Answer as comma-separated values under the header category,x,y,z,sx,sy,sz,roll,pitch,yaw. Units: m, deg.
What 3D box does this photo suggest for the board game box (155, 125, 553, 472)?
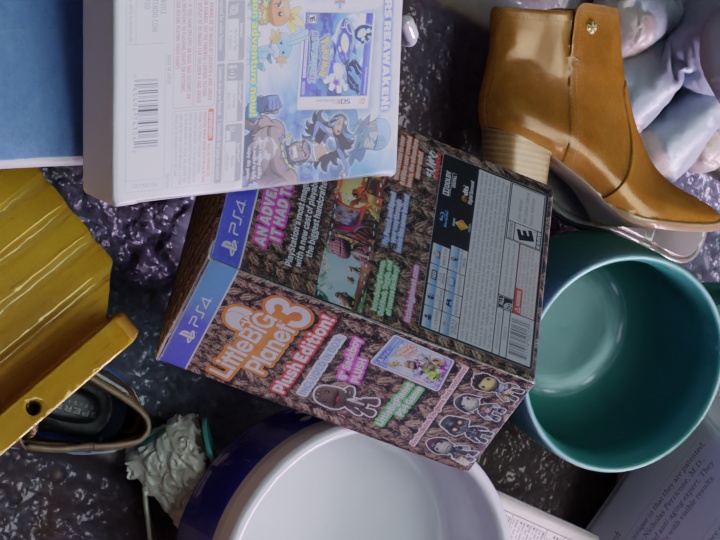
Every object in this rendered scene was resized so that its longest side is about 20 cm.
category,x,y,z,sx,sy,sz,roll,pitch,yaw
board game box,0.000,0.000,1.211,0.199,0.097,0.160,21,45,-11

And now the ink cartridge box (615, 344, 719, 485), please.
category,x,y,z,sx,sy,sz,roll,pitch,yaw
ink cartridge box,0.257,0.110,1.568,0.199,0.050,0.110,6,94,-37

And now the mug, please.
category,x,y,z,sx,sy,sz,roll,pitch,yaw
mug,0.170,0.054,1.431,0.184,0.114,0.153,20,95,-24

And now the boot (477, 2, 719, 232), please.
category,x,y,z,sx,sy,sz,roll,pitch,yaw
boot,0.169,-0.103,1.393,0.200,0.071,0.145,8,89,-29

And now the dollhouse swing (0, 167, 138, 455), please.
category,x,y,z,sx,sy,sz,roll,pitch,yaw
dollhouse swing,-0.211,-0.013,1.061,0.182,0.176,0.200,-41,94,-25

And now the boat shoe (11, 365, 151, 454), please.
category,x,y,z,sx,sy,sz,roll,pitch,yaw
boat shoe,-0.206,0.065,1.185,0.199,0.072,0.073,10,92,-38

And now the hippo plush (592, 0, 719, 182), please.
category,x,y,z,sx,sy,sz,roll,pitch,yaw
hippo plush,0.273,-0.139,1.464,0.199,0.160,0.161,-23,111,-32

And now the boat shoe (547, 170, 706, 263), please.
category,x,y,z,sx,sy,sz,roll,pitch,yaw
boat shoe,0.160,-0.056,1.467,0.199,0.057,0.067,28,77,-32

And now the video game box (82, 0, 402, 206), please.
category,x,y,z,sx,sy,sz,roll,pitch,yaw
video game box,-0.060,-0.144,1.106,0.181,0.047,0.202,-7,107,-32

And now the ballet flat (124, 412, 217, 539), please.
category,x,y,z,sx,sy,sz,roll,pitch,yaw
ballet flat,-0.095,0.180,1.307,0.072,0.072,0.201,-33,114,-29

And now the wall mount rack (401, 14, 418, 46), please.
category,x,y,z,sx,sy,sz,roll,pitch,yaw
wall mount rack,-0.047,-0.170,1.259,0.200,0.074,0.174,-47,130,-22

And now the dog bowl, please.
category,x,y,z,sx,sy,sz,roll,pitch,yaw
dog bowl,-0.011,0.183,1.253,0.199,0.079,0.202,-3,97,-28

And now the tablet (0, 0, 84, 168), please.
category,x,y,z,sx,sy,sz,roll,pitch,yaw
tablet,-0.135,-0.123,1.125,0.199,0.014,0.131,-4,86,-31

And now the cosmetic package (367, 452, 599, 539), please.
category,x,y,z,sx,sy,sz,roll,pitch,yaw
cosmetic package,0.054,0.188,1.399,0.199,0.087,0.104,29,80,-36

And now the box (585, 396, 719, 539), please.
category,x,y,z,sx,sy,sz,roll,pitch,yaw
box,0.280,0.212,1.505,0.198,0.131,0.201,12,120,-38
